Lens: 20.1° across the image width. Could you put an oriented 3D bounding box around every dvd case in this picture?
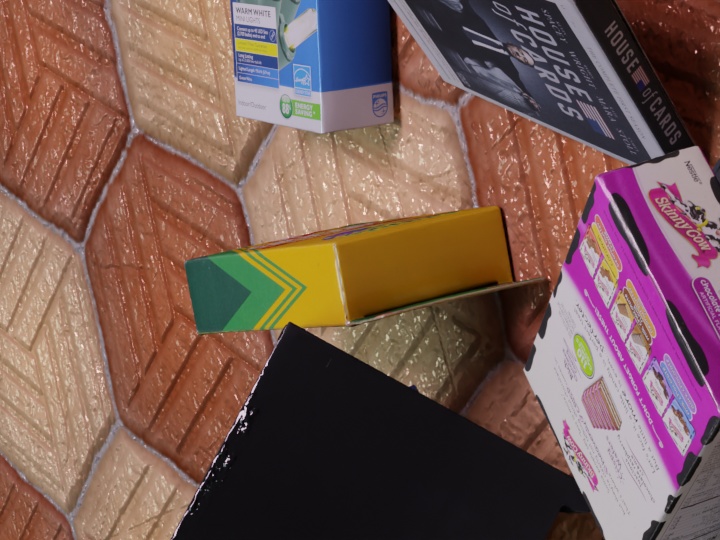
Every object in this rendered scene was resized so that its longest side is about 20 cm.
[{"bbox_3d":[0.080,-0.127,1.076,0.200,0.025,0.150,31,165,47],"label":"dvd case"}]

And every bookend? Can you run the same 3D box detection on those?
[{"bbox_3d":[0.000,0.164,1.133,0.199,0.200,0.092,-62,-3,-6],"label":"bookend"}]

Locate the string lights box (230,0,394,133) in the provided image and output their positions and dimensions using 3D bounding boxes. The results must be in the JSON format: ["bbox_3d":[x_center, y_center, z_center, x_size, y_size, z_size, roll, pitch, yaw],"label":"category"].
[{"bbox_3d":[-0.033,-0.192,1.259,0.103,0.059,0.201,15,112,53],"label":"string lights box"}]

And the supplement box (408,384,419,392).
[{"bbox_3d":[0.021,0.190,1.231,0.110,0.109,0.201,94,153,-73],"label":"supplement box"}]

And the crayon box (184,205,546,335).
[{"bbox_3d":[0.000,0.000,1.217,0.200,0.127,0.051,-5,96,54],"label":"crayon box"}]

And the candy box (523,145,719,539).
[{"bbox_3d":[0.151,0.051,1.019,0.200,0.061,0.137,103,147,-59],"label":"candy box"}]

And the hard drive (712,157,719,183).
[{"bbox_3d":[0.228,0.015,0.955,0.200,0.033,0.140,65,144,33],"label":"hard drive"}]
